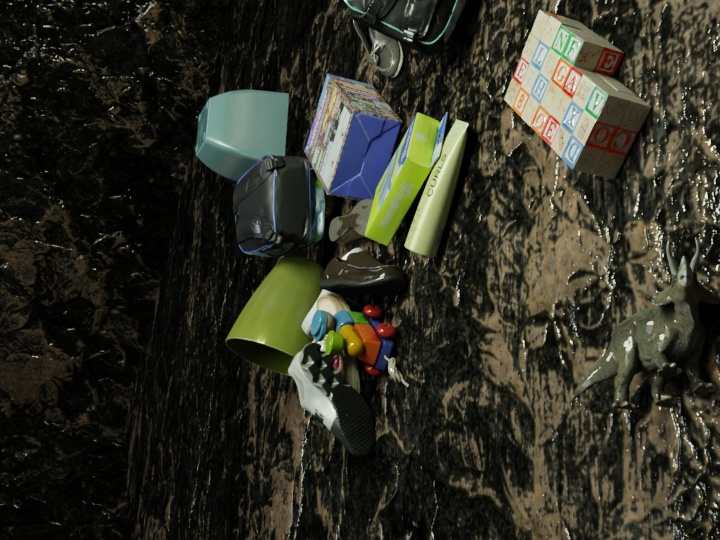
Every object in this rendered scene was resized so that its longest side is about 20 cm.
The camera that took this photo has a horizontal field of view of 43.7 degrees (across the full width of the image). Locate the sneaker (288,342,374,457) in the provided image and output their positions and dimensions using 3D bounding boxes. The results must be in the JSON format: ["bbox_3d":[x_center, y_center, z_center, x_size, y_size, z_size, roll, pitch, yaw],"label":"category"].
[{"bbox_3d":[-0.050,0.222,1.481,0.088,0.074,0.201,-41,76,45],"label":"sneaker"}]

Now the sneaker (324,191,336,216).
[{"bbox_3d":[-0.107,-0.132,1.856,0.200,0.069,0.077,157,119,-66],"label":"sneaker"}]

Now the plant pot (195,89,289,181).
[{"bbox_3d":[-0.308,-0.343,2.273,0.195,0.197,0.199,150,125,-62],"label":"plant pot"}]

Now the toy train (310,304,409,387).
[{"bbox_3d":[-0.004,0.123,1.432,0.200,0.114,0.086,-125,48,-61],"label":"toy train"}]

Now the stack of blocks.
[{"bbox_3d":[0.243,-0.202,1.012,0.201,0.058,0.116,-114,39,-54],"label":"stack of blocks"}]

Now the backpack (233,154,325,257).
[{"bbox_3d":[-0.159,-0.115,1.749,0.199,0.145,0.186,-19,72,56],"label":"backpack"}]

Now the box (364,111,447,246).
[{"bbox_3d":[0.070,-0.149,1.405,0.123,0.047,0.201,-76,11,-46],"label":"box"}]

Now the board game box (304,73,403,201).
[{"bbox_3d":[-0.017,-0.241,1.634,0.201,0.096,0.161,-117,42,-57],"label":"board game box"}]

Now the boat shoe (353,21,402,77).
[{"bbox_3d":[0.028,-0.415,1.642,0.201,0.056,0.067,-106,33,-48],"label":"boat shoe"}]

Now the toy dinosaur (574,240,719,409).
[{"bbox_3d":[0.274,0.071,0.837,0.201,0.076,0.103,121,162,-54],"label":"toy dinosaur"}]

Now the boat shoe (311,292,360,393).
[{"bbox_3d":[-0.049,0.136,1.547,0.073,0.069,0.203,-19,77,39],"label":"boat shoe"}]

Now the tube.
[{"bbox_3d":[0.117,-0.122,1.319,0.058,0.052,0.203,27,105,37],"label":"tube"}]

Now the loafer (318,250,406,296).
[{"bbox_3d":[0.000,0.000,1.488,0.199,0.072,0.072,-1,75,50],"label":"loafer"}]

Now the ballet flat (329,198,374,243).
[{"bbox_3d":[0.004,-0.083,1.604,0.199,0.046,0.068,-19,67,61],"label":"ballet flat"}]

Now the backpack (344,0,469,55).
[{"bbox_3d":[0.086,-0.445,1.352,0.202,0.174,0.153,-65,-6,9],"label":"backpack"}]

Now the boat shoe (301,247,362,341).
[{"bbox_3d":[-0.034,0.052,1.619,0.064,0.070,0.201,43,119,25],"label":"boat shoe"}]

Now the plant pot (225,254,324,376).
[{"bbox_3d":[-0.142,0.079,1.750,0.187,0.185,0.202,-27,40,64],"label":"plant pot"}]
